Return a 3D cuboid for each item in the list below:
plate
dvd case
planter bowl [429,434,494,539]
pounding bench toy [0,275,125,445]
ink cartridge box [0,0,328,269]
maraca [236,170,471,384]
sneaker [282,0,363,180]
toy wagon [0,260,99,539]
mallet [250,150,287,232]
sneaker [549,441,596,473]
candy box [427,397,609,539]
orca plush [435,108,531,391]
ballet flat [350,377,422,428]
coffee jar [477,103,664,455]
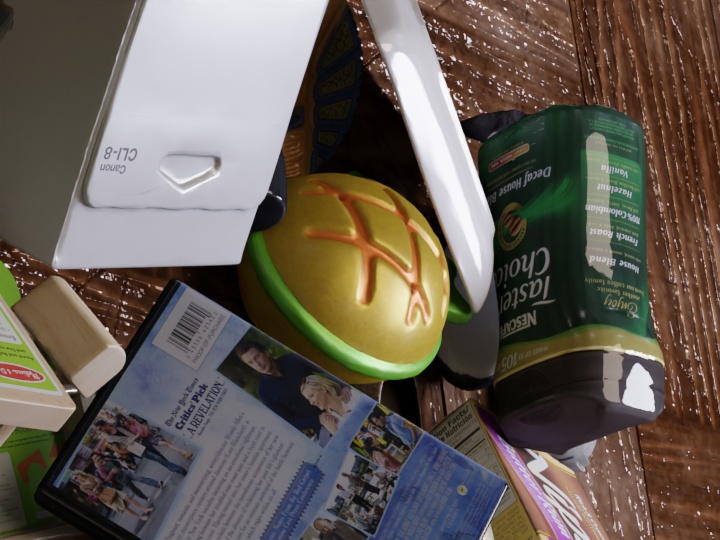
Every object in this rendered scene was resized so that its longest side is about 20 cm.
[{"bbox_3d":[0.037,-0.106,1.489,0.200,0.032,0.200,-105,174,-57],"label":"plate"},{"bbox_3d":[-0.040,0.107,1.196,0.200,0.018,0.143,32,54,-2],"label":"dvd case"},{"bbox_3d":[-0.012,0.156,1.296,0.200,0.134,0.201,32,49,-46],"label":"planter bowl"},{"bbox_3d":[-0.206,0.067,1.018,0.200,0.156,0.124,13,32,-54],"label":"pounding bench toy"},{"bbox_3d":[-0.144,-0.103,1.131,0.145,0.200,0.145,-3,117,-58],"label":"ink cartridge box"},{"bbox_3d":[0.000,0.000,1.419,0.137,0.107,0.200,54,26,5],"label":"maraca"},{"bbox_3d":[-0.054,-0.154,1.449,0.075,0.088,0.201,-18,113,-39],"label":"sneaker"},{"bbox_3d":[-0.171,0.074,1.189,0.155,0.039,0.201,-4,77,-57],"label":"toy wagon"},{"bbox_3d":[-0.079,-0.107,1.295,0.200,0.041,0.066,71,9,-45],"label":"mallet"},{"bbox_3d":[0.131,0.041,1.648,0.082,0.074,0.201,53,40,-51],"label":"sneaker"},{"bbox_3d":[0.112,0.180,1.469,0.117,0.056,0.200,36,21,-40],"label":"candy box"},{"bbox_3d":[0.076,-0.005,1.602,0.105,0.071,0.201,-1,63,-10],"label":"orca plush"},{"bbox_3d":[0.025,0.112,1.456,0.067,0.046,0.201,21,57,-51],"label":"ballet flat"},{"bbox_3d":[0.127,0.007,1.501,0.085,0.104,0.201,13,64,-36],"label":"coffee jar"}]
